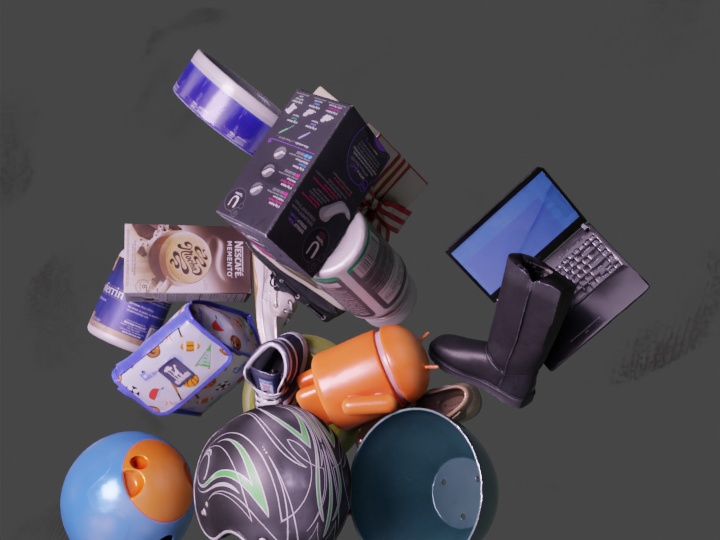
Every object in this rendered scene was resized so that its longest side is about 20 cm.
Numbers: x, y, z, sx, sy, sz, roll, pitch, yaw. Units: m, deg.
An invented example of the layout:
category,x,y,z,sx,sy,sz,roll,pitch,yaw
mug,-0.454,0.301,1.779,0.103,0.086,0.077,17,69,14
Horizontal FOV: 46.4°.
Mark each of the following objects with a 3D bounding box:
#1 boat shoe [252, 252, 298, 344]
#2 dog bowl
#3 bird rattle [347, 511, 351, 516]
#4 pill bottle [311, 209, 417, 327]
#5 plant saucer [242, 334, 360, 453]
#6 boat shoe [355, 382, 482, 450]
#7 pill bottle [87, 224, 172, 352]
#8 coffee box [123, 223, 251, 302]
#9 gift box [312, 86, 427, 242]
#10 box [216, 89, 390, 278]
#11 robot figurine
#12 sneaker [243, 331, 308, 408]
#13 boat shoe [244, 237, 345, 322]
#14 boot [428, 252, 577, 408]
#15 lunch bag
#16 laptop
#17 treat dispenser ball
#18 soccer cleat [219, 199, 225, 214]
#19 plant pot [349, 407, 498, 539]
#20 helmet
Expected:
category,x,y,z,sx,sy,sz,roll,pitch,yaw
boat shoe,-0.131,0.049,1.335,0.069,0.071,0.202,-6,75,-1
dog bowl,-0.207,-0.270,1.388,0.200,0.200,0.079,44,100,29
bird rattle,-0.105,0.354,1.219,0.162,0.112,0.201,22,84,42
pill bottle,0.000,0.000,1.199,0.112,0.200,0.114,-14,57,22
plant saucer,-0.089,0.198,1.258,0.198,0.031,0.202,0,88,14
boat shoe,0.072,0.206,1.191,0.199,0.064,0.072,-28,65,17
pill bottle,-0.373,0.031,1.433,0.115,0.116,0.201,20,84,29
coffee box,-0.277,-0.011,1.355,0.198,0.080,0.114,0,77,-14
gift box,-0.028,-0.127,1.277,0.200,0.184,0.187,-52,52,8
box,-0.072,-0.114,1.098,0.106,0.122,0.201,24,77,38
robot figurine,0.011,0.148,1.161,0.199,0.144,0.117,-24,77,8
sneaker,-0.126,0.189,1.196,0.069,0.108,0.202,8,91,14
boat shoe,-0.106,0.011,1.291,0.066,0.199,0.075,-46,20,29
boot,0.181,0.066,1.114,0.164,0.066,0.201,25,130,21
lunch bag,-0.262,0.137,1.299,0.170,0.200,0.124,-38,62,11
laptop,0.252,-0.001,1.139,0.177,0.103,0.200,-42,62,10
treat dispenser ball,-0.352,0.348,1.282,0.199,0.201,0.203,-7,72,24
soccer cleat,-0.132,-0.057,1.332,0.200,0.068,0.073,41,75,1
plant pot,0.103,0.289,1.103,0.199,0.134,0.202,-12,69,34
helmet,-0.104,0.275,1.084,0.190,0.199,0.202,-10,70,44
